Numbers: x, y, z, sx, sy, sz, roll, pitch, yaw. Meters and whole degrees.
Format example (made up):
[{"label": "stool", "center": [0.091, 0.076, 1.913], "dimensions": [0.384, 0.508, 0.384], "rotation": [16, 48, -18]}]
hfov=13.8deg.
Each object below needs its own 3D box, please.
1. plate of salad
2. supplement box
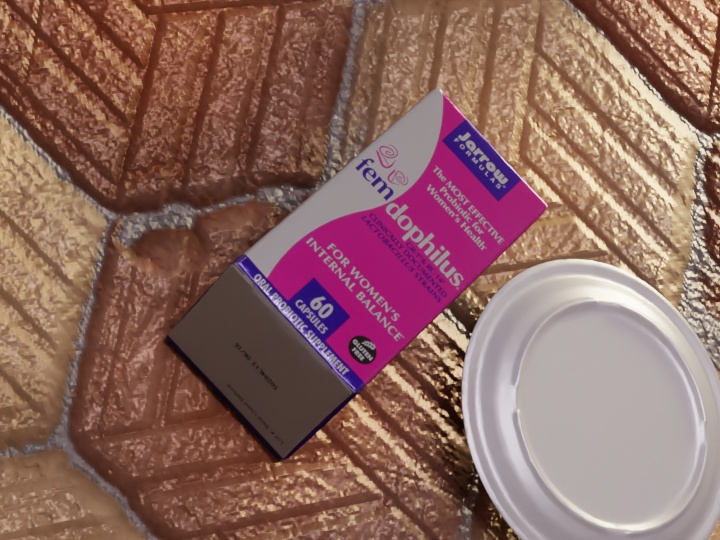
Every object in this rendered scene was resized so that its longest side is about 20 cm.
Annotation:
[{"label": "plate of salad", "center": [0.138, 0.092, 1.776], "dimensions": [0.199, 0.048, 0.201], "rotation": [11, 69, -30]}, {"label": "supplement box", "center": [0.000, 0.000, 1.713], "dimensions": [0.101, 0.103, 0.200], "rotation": [46, 51, 1]}]
